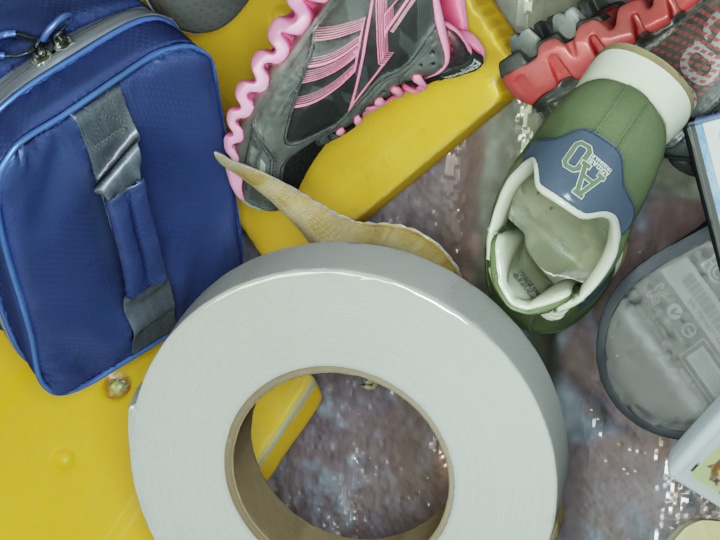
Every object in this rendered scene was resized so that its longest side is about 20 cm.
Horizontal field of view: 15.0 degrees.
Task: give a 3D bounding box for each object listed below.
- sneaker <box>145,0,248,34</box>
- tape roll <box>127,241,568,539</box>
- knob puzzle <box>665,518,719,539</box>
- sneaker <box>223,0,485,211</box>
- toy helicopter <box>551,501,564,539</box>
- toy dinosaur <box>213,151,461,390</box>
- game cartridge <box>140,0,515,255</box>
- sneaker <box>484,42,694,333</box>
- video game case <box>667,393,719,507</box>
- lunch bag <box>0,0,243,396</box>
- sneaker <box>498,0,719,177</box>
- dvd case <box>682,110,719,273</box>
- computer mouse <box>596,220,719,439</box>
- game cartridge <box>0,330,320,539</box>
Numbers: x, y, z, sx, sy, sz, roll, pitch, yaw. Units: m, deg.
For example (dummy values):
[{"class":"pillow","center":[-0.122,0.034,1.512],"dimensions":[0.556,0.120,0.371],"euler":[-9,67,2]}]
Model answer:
[{"class":"sneaker","center":[-0.057,-0.167,1.243],"dimensions":[0.200,0.077,0.082],"euler":[109,148,-49]},{"class":"tape roll","center":[-0.007,0.085,1.246],"dimensions":[0.202,0.037,0.204],"euler":[5,114,11]},{"class":"knob puzzle","center":[0.177,0.205,1.229],"dimensions":[0.218,0.030,0.221],"euler":[0,91,-12]},{"class":"sneaker","center":[0.006,-0.103,1.273],"dimensions":[0.095,0.079,0.201],"euler":[30,115,4]},{"class":"toy helicopter","center":[0.038,0.171,1.323],"dimensions":[0.132,0.079,0.200],"euler":[39,122,0]},{"class":"toy dinosaur","center":[0.000,0.000,1.304],"dimensions":[0.200,0.058,0.101],"euler":[37,143,-14]},{"class":"game cartridge","center":[-0.031,-0.125,1.340],"dimensions":[0.176,0.032,0.200],"euler":[-38,83,28]},{"class":"sneaker","center":[0.081,-0.013,1.208],"dimensions":[0.067,0.090,0.200],"euler":[33,148,6]},{"class":"video game case","center":[0.261,0.063,1.163],"dimensions":[0.182,0.022,0.200],"euler":[31,121,-11]},{"class":"lunch bag","center":[-0.136,-0.050,1.299],"dimensions":[0.132,0.136,0.201],"euler":[40,154,33]},{"class":"sneaker","center":[0.163,-0.098,1.215],"dimensions":[0.200,0.071,0.098],"euler":[-25,93,26]},{"class":"dvd case","center":[0.250,-0.019,1.166],"dimensions":[0.199,0.018,0.143],"euler":[-13,98,16]},{"class":"computer mouse","center":[0.198,0.005,1.228],"dimensions":[0.200,0.053,0.139],"euler":[-32,89,20]},{"class":"game cartridge","center":[-0.144,0.102,1.357],"dimensions":[0.176,0.032,0.200],"euler":[25,67,23]}]
